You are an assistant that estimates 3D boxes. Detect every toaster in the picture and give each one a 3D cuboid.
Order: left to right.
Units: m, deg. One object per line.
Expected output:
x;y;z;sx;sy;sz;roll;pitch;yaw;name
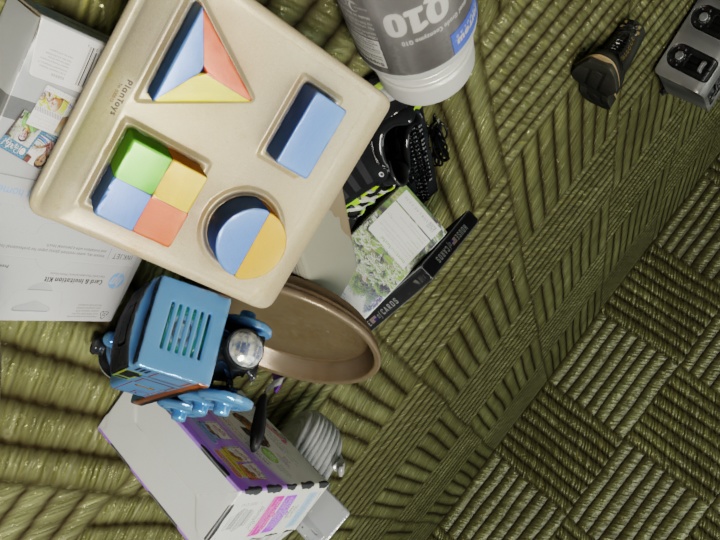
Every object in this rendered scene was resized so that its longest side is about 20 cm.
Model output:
0.709;-0.443;1.437;0.199;0.118;0.183;3;121;-60;toaster

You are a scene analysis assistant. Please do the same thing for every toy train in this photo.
-0.153;0.069;0.573;0.113;0.199;0.088;24;66;-26;toy train

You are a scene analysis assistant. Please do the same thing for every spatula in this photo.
-0.101;0.137;0.779;0.201;0.020;0.057;-78;-168;-67;spatula

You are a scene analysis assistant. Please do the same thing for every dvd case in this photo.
0.055;0.017;0.885;0.200;0.025;0.150;-45;-179;43;dvd case

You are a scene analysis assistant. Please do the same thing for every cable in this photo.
-0.104;0.278;0.926;0.200;0.069;0.200;-48;-172;6;cable

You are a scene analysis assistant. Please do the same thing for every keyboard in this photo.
-0.098;0.241;0.830;0.056;0.199;0.011;-43;149;-15;keyboard
0.074;-0.135;0.840;0.104;0.039;0.201;-47;155;-11;keyboard

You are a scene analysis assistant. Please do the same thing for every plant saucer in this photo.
-0.072;0.057;0.684;0.201;0.196;0.030;80;23;-56;plant saucer

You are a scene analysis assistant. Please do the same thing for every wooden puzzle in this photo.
-0.087;-0.076;0.466;0.198;0.046;0.187;25;101;-38;wooden puzzle

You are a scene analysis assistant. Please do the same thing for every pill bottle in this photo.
0.036;-0.231;0.570;0.114;0.113;0.200;-50;154;-6;pill bottle

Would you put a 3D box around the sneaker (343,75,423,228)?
0.006;-0.098;0.717;0.071;0.083;0.202;-21;141;-47;sneaker

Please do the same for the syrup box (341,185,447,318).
0.000;0.000;0.807;0.200;0.079;0.081;-45;-174;-15;syrup box

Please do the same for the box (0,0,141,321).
-0.198;-0.059;0.474;0.155;0.041;0.202;7;115;-60;box

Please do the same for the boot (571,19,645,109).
0.401;-0.350;1.101;0.140;0.077;0.200;-62;167;8;boot

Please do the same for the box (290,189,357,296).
-0.067;-0.044;0.639;0.078;0.094;0.201;-58;160;-25;box

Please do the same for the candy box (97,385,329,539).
-0.145;0.197;0.732;0.072;0.167;0.200;-52;154;2;candy box
